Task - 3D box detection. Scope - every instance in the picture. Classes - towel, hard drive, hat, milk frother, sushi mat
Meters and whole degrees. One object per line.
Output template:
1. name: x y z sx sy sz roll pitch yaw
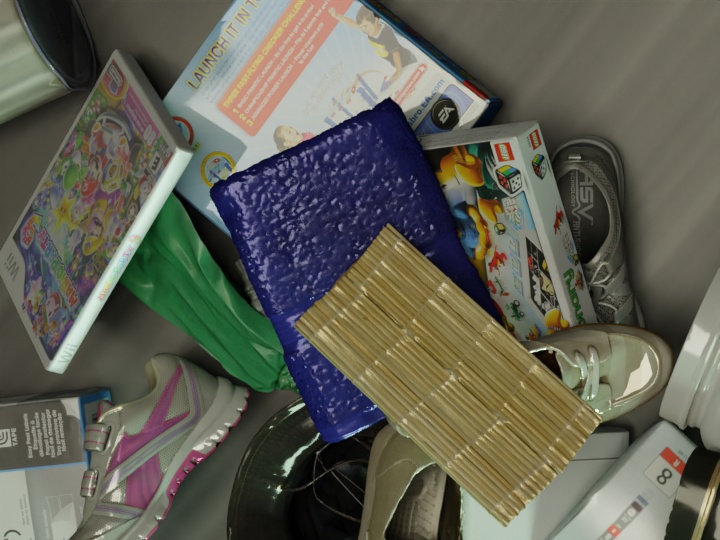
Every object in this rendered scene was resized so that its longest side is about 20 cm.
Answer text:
1. towel: 0.000 0.000 1.528 0.147 0.050 0.200 -25 100 -2
2. hard drive: 0.126 0.214 1.595 0.131 0.027 0.201 -1 96 -20
3. hat: -0.007 0.163 1.626 0.200 0.081 0.201 -2 109 -6
4. milk frother: -0.329 -0.179 1.632 0.188 0.200 0.181 -23 85 16
5. sushi mat: 0.056 0.067 1.461 0.200 0.012 0.096 43 81 16

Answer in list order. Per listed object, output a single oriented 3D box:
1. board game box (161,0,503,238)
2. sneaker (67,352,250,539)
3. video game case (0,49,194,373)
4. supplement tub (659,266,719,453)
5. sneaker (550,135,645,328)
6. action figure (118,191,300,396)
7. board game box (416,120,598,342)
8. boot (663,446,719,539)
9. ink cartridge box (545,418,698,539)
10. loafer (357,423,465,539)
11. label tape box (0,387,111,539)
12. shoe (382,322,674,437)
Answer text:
1. board game box: -0.033 -0.105 1.629 0.196 0.056 0.200 40 104 9
2. sneaker: -0.172 0.143 1.645 0.088 0.081 0.200 39 71 -5
3. video game case: -0.199 -0.044 1.644 0.200 0.018 0.143 -58 39 20
4. supplement tub: 0.316 0.082 1.502 0.200 0.145 0.146 23 101 12
5. sneaker: 0.153 0.007 1.573 0.074 0.082 0.201 -7 93 16
6. action figure: -0.104 0.024 1.646 0.200 0.055 0.118 43 137 12
7. board game box: 0.092 0.000 1.550 0.126 0.035 0.201 -6 110 39
8. boot: 0.263 0.230 1.474 0.138 0.077 0.201 15 112 18
9. ink cartridge box: 0.200 0.228 1.557 0.162 0.050 0.200 43 80 2
10. loafer: 0.033 0.204 1.546 0.075 0.068 0.201 -1 98 -16
11. label tape box: -0.285 0.173 1.720 0.199 0.066 0.144 -7 93 14
12. shoe: 0.113 0.081 1.491 0.199 0.053 0.070 -10 100 1
